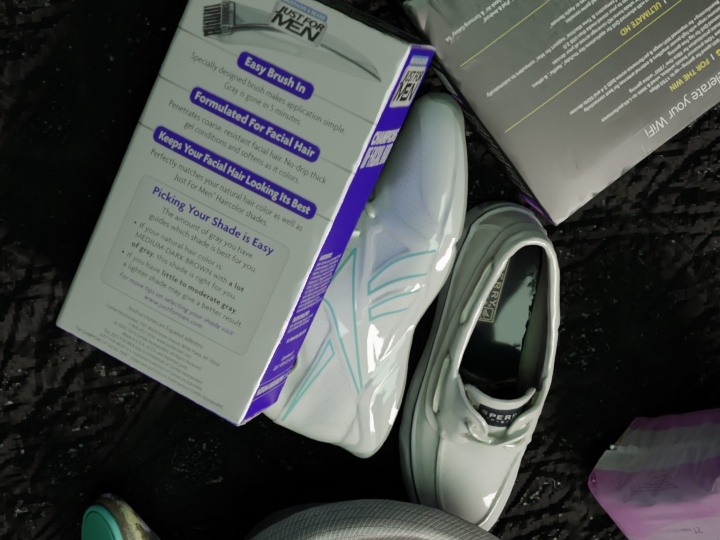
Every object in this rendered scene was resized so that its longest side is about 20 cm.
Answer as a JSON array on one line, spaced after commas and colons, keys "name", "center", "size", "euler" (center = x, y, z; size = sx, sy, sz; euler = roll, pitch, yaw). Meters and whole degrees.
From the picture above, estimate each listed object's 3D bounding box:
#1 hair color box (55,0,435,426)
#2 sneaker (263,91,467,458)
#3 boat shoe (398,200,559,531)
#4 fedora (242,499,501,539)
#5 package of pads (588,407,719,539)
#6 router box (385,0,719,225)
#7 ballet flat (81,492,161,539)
[{"name": "hair color box", "center": [-0.056, -0.041, 0.721], "size": [0.109, 0.065, 0.201], "euler": [27, 104, 10]}, {"name": "sneaker", "center": [0.000, 0.000, 0.769], "size": [0.080, 0.070, 0.201], "euler": [17, 104, -10]}, {"name": "boat shoe", "center": [0.071, 0.065, 0.809], "size": [0.072, 0.066, 0.201], "euler": [9, 107, -16]}, {"name": "fedora", "center": [0.001, 0.194, 0.826], "size": [0.199, 0.090, 0.178], "euler": [10, 106, -16]}, {"name": "package of pads", "center": [0.233, 0.164, 0.837], "size": [0.200, 0.120, 0.076], "euler": [50, 61, -14]}, {"name": "router box", "center": [0.132, -0.142, 0.757], "size": [0.200, 0.051, 0.149], "euler": [-37, 114, 2]}, {"name": "ballet flat", "center": [-0.115, 0.207, 0.827], "size": [0.072, 0.072, 0.201], "euler": [-4, 110, -11]}]
